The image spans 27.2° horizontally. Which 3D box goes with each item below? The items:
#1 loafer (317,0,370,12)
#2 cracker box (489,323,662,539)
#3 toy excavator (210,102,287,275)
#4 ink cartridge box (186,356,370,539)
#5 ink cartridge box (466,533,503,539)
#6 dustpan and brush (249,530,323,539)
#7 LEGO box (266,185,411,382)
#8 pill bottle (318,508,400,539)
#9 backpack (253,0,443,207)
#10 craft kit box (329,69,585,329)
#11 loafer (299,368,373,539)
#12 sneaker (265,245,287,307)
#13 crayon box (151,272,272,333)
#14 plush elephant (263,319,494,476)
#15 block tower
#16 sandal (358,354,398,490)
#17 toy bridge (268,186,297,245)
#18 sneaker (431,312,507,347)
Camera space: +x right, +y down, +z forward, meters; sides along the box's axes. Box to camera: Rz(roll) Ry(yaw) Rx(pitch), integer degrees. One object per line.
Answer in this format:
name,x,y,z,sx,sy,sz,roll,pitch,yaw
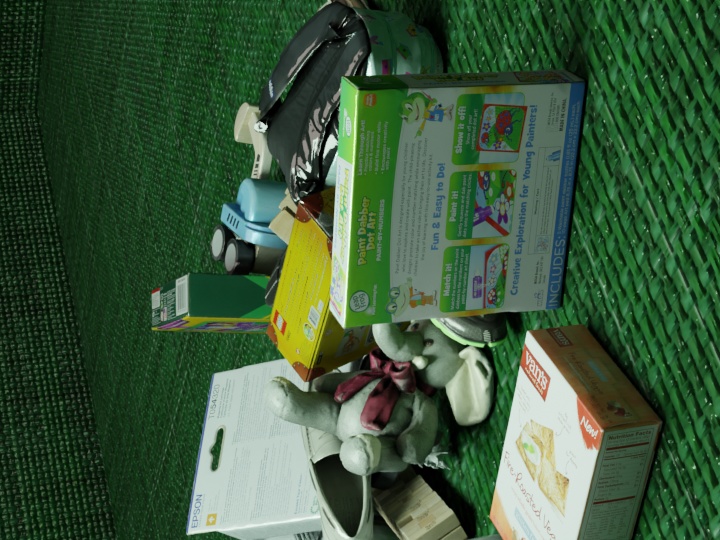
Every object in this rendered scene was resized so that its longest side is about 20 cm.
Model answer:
loafer,-0.019,-0.261,1.621,0.200,0.062,0.073,-137,45,-62
cracker box,0.169,0.164,1.205,0.134,0.057,0.202,-123,34,-52
toy excavator,-0.128,-0.104,1.952,0.194,0.099,0.202,39,118,61
ink cartridge box,-0.088,0.191,1.622,0.199,0.043,0.198,-13,55,33
ink cartridge box,0.117,0.358,1.433,0.200,0.050,0.164,108,151,-65
dustpan and brush,-0.053,0.227,1.628,0.138,0.057,0.201,-8,50,33
LEGO box,0.000,0.000,1.484,0.077,0.148,0.201,49,144,26
pill bottle,-0.028,0.272,1.703,0.201,0.110,0.112,-119,31,-49
backpack,-0.008,-0.168,1.484,0.167,0.126,0.201,57,132,38
craft kit box,0.076,-0.059,1.206,0.049,0.196,0.202,-135,45,-59
loafer,-0.021,0.186,1.501,0.070,0.069,0.202,104,156,-66
sneaker,-0.041,0.037,1.694,0.076,0.115,0.201,-58,18,19
crayon box,-0.157,0.043,1.868,0.200,0.171,0.059,162,108,-68
plush elephant,0.040,0.106,1.436,0.164,0.199,0.156,31,102,50
block tower,0.046,0.239,1.544,0.054,0.058,0.200,61,172,-26
sandal,0.021,0.131,1.562,0.076,0.042,0.201,124,157,-46
toy bridge,-0.053,-0.054,1.551,0.027,0.067,0.200,-47,7,12
sneaker,0.089,-0.024,1.357,0.084,0.076,0.202,116,143,-62
